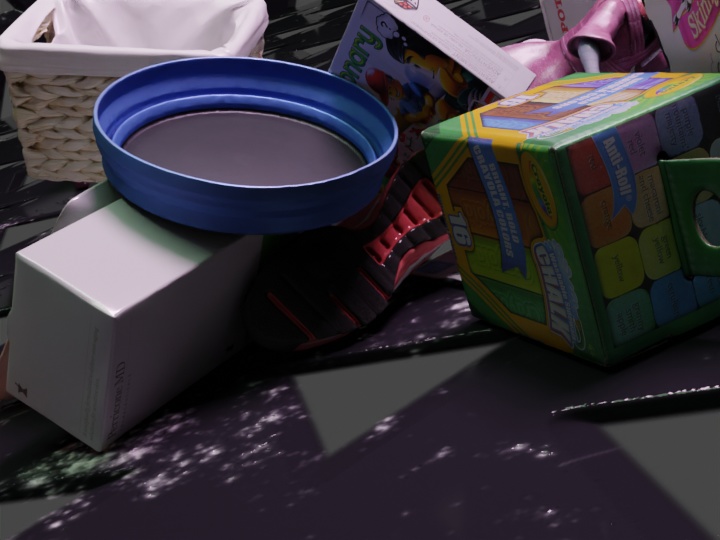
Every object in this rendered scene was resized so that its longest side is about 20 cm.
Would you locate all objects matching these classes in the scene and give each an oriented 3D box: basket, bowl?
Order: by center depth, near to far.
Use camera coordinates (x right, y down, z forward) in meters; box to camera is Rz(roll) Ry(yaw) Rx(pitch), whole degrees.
[{"bbox_3d":[-0.075,-0.084,0.886,0.197,0.040,0.202,5,31,-3],"label":"bowl"},{"bbox_3d":[-0.182,-0.151,1.122,0.197,0.125,0.136,4,31,8],"label":"basket"}]

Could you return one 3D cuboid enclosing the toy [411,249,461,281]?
[{"bbox_3d":[0.135,-0.050,0.949,0.198,0.048,0.115,-24,15,-25],"label":"toy"}]

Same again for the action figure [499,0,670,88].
[{"bbox_3d":[0.170,-0.157,0.999,0.200,0.150,0.133,-41,-28,27],"label":"action figure"}]

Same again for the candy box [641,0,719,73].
[{"bbox_3d":[0.235,-0.123,0.725,0.071,0.203,0.168,-19,-6,-14],"label":"candy box"}]

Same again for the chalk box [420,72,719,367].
[{"bbox_3d":[0.141,-0.034,0.746,0.123,0.127,0.200,-22,15,-18],"label":"chalk box"}]

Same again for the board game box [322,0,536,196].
[{"bbox_3d":[0.034,-0.113,0.961,0.035,0.126,0.200,-52,-4,-29],"label":"board game box"}]

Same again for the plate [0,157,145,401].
[{"bbox_3d":[-0.168,-0.004,0.966,0.200,0.032,0.201,-38,-16,-52],"label":"plate"}]

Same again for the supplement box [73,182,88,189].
[{"bbox_3d":[-0.275,-0.179,1.742,0.197,0.087,0.110,-11,17,20],"label":"supplement box"}]

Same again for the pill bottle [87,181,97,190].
[{"bbox_3d":[-0.185,-0.068,1.229,0.111,0.114,0.200,-14,16,9],"label":"pill bottle"}]

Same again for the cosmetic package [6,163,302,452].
[{"bbox_3d":[-0.127,0.012,0.864,0.084,0.109,0.200,28,37,20],"label":"cosmetic package"}]

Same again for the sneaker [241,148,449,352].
[{"bbox_3d":[0.000,0.000,0.918,0.199,0.074,0.087,-36,-9,-27],"label":"sneaker"}]

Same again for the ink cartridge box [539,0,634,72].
[{"bbox_3d":[0.254,-0.189,1.113,0.083,0.147,0.199,-26,18,-28],"label":"ink cartridge box"}]
